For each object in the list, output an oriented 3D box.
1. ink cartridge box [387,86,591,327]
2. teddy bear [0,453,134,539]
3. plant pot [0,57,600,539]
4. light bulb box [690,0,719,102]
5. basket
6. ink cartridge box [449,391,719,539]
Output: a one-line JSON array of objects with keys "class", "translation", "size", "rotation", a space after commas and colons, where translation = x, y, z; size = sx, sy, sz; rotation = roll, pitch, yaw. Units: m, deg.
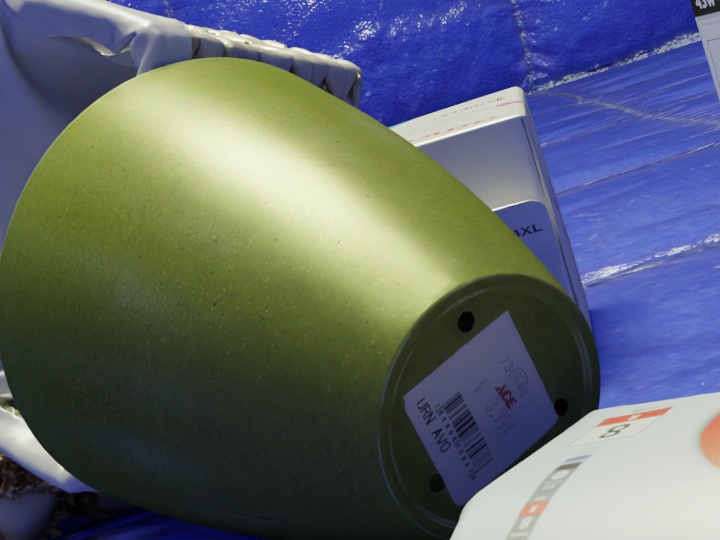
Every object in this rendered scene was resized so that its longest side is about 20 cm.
[{"class": "ink cartridge box", "translation": [0.038, -0.007, 1.014], "size": [0.128, 0.126, 0.200], "rotation": [-17, 8, 7]}, {"class": "teddy bear", "translation": [-0.161, 0.088, 1.002], "size": [0.145, 0.067, 0.200], "rotation": [-16, 7, -6]}, {"class": "plant pot", "translation": [-0.009, 0.027, 0.757], "size": [0.187, 0.188, 0.200], "rotation": [-21, 23, -28]}, {"class": "light bulb box", "translation": [0.364, -0.217, 1.567], "size": [0.198, 0.201, 0.125], "rotation": [-22, 8, -30]}, {"class": "basket", "translation": [-0.093, -0.015, 0.905], "size": [0.123, 0.201, 0.135], "rotation": [3, 12, -40]}, {"class": "ink cartridge box", "translation": [0.082, 0.077, 0.541], "size": [0.162, 0.050, 0.200], "rotation": [-12, 5, 39]}]
